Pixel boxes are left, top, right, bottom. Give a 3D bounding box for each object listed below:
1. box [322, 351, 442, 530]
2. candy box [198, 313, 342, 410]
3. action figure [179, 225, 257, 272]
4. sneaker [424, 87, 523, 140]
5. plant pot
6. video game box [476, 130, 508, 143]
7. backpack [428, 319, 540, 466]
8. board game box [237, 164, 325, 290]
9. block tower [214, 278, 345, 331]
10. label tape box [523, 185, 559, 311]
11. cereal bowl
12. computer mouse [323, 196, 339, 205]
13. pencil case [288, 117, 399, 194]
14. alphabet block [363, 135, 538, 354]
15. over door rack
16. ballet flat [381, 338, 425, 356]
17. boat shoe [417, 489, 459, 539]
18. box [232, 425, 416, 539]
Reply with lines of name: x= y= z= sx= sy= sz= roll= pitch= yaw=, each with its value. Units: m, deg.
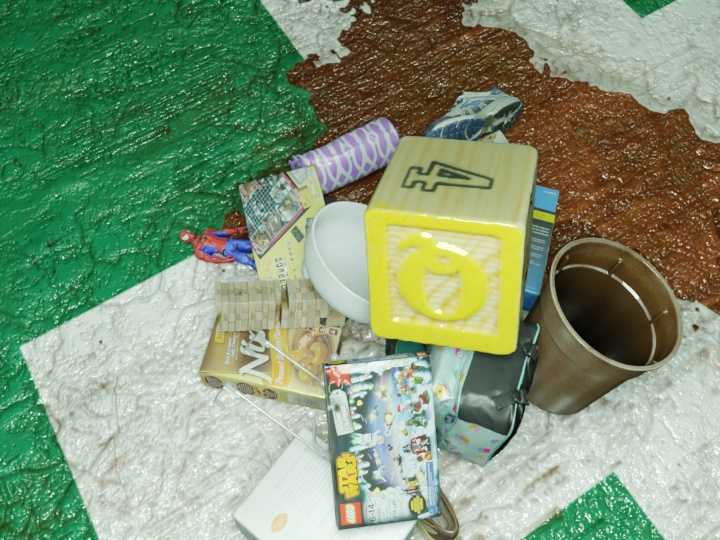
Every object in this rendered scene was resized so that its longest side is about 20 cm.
box: x=0.027 y=0.210 z=0.968 sx=0.133 sy=0.040 sz=0.206 roll=-5 pitch=93 yaw=-6
candy box: x=-0.133 y=0.131 z=1.180 sx=0.195 sy=0.056 sz=0.118 roll=11 pitch=60 yaw=4
action figure: x=-0.207 y=-0.036 z=1.280 sx=0.195 sy=0.052 sz=0.067 roll=13 pitch=65 yaw=9
sneaker: x=0.193 y=-0.277 z=1.408 sx=0.196 sy=0.078 sz=0.086 roll=-22 pitch=53 yaw=-20
plant pot: x=0.315 y=0.096 z=1.103 sx=0.195 sy=0.200 sz=0.204 roll=9 pitch=53 yaw=-12
video game box: x=0.130 y=-0.123 z=1.236 sx=0.047 sy=0.198 sz=0.184 roll=48 pitch=46 yaw=-23
backpack: x=0.157 y=0.167 z=1.080 sx=0.150 sy=0.202 sz=0.179 roll=13 pitch=57 yaw=10
board game box: x=-0.111 y=-0.057 z=1.241 sx=0.132 sy=0.035 sz=0.204 roll=-14 pitch=72 yaw=-2
block tower: x=-0.120 y=0.051 z=1.165 sx=0.195 sy=0.059 sz=0.054 roll=0 pitch=36 yaw=-13
label tape box: x=0.238 y=-0.050 z=1.277 sx=0.141 sy=0.064 sz=0.203 roll=15 pitch=62 yaw=8
cereal bowl: x=0.000 y=0.000 z=1.139 sx=0.196 sy=0.084 sz=0.203 roll=21 pitch=40 yaw=-19
computer mouse: x=-0.035 y=-0.028 z=1.276 sx=0.137 sy=0.053 sz=0.202 roll=-29 pitch=73 yaw=-9
pencil case: x=-0.025 y=-0.197 z=1.353 sx=0.196 sy=0.085 sz=0.086 roll=-24 pitch=40 yaw=-15
alphabet block: x=0.121 y=-0.039 z=1.003 sx=0.191 sy=0.199 sz=0.202 roll=5 pitch=37 yaw=15
over door rack: x=-0.083 y=0.162 z=1.052 sx=0.197 sy=0.068 sz=0.148 roll=26 pitch=27 yaw=0
ballet flat: x=0.063 y=0.110 z=1.188 sx=0.071 sy=0.074 sz=0.204 roll=-1 pitch=61 yaw=-1
boat shoe: x=0.071 y=0.289 z=1.084 sx=0.071 sy=0.072 sz=0.201 roll=-29 pitch=65 yaw=-16
box: x=-0.046 y=0.340 z=1.035 sx=0.198 sy=0.107 sz=0.153 roll=35 pitch=65 yaw=18
